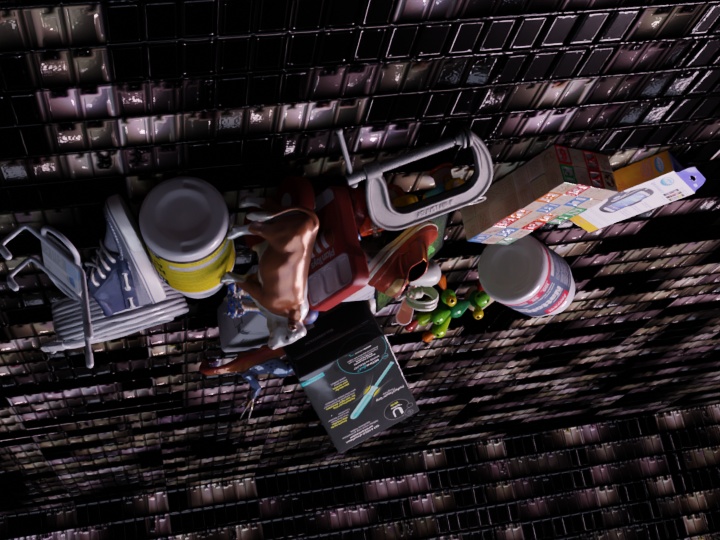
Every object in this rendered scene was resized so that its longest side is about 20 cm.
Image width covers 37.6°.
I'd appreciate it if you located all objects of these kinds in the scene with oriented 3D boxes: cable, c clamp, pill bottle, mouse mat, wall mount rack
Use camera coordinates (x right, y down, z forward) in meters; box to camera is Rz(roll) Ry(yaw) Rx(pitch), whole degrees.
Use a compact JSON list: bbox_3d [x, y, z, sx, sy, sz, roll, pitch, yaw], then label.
[{"bbox_3d":[-0.358,0.060,1.577,0.199,0.070,0.200,-17,177,21],"label":"cable"},{"bbox_3d":[0.075,-0.126,1.328,0.199,0.027,0.171,-16,130,-11],"label":"c clamp"},{"bbox_3d":[0.288,0.014,1.777,0.119,0.120,0.200,-20,159,25],"label":"pill bottle"},{"bbox_3d":[0.078,-0.018,1.605,0.161,0.008,0.200,-45,167,-14],"label":"mouse mat"},{"bbox_3d":[-0.394,0.030,1.394,0.075,0.174,0.200,-47,175,-25],"label":"wall mount rack"},{"bbox_3d":[-0.220,-0.033,1.379,0.111,0.112,0.200,-9,160,-5],"label":"pill bottle"}]

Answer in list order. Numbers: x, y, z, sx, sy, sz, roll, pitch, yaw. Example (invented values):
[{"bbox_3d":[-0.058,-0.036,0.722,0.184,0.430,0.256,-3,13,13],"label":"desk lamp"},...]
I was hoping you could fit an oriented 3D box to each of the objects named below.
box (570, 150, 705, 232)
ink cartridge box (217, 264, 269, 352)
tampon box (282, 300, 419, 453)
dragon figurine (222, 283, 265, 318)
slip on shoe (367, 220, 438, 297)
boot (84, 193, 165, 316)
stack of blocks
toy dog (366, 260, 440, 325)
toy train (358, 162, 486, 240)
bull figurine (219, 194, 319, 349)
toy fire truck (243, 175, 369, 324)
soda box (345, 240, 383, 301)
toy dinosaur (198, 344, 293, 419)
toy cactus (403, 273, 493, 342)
[{"bbox_3d":[0.410,-0.120,1.591,0.199,0.042,0.119,-23,157,25],"label":"box"},{"bbox_3d":[-0.135,0.063,1.732,0.146,0.086,0.200,-2,157,-26],"label":"ink cartridge box"},{"bbox_3d":[-0.020,0.155,1.656,0.149,0.126,0.200,-27,133,-3],"label":"tampon box"},{"bbox_3d":[-0.145,0.043,1.529,0.099,0.059,0.200,11,180,0],"label":"dragon figurine"},{"bbox_3d":[0.064,-0.015,1.431,0.074,0.061,0.200,-52,175,29],"label":"slip on shoe"},{"bbox_3d":[-0.320,-0.011,1.372,0.090,0.073,0.200,-21,141,-8],"label":"boot"},{"bbox_3d":[0.253,-0.103,1.521,0.115,0.059,0.200,5,155,-38],"label":"stack of blocks"},{"bbox_3d":[0.037,0.052,1.761,0.199,0.132,0.097,-3,132,2],"label":"toy dog"},{"bbox_3d":[0.071,-0.097,1.459,0.199,0.056,0.150,-18,175,6],"label":"toy train"},{"bbox_3d":[-0.111,0.001,1.339,0.121,0.201,0.065,16,-155,4],"label":"bull figurine"},{"bbox_3d":[-0.067,-0.023,1.405,0.112,0.169,0.200,4,155,-36],"label":"toy fire truck"},{"bbox_3d":[0.000,0.000,1.559,0.068,0.064,0.200,-51,165,12],"label":"soda box"},{"bbox_3d":[-0.171,0.139,1.746,0.180,0.105,0.201,5,124,-16],"label":"toy dinosaur"},{"bbox_3d":[0.179,0.055,1.911,0.165,0.103,0.200,-20,167,-38],"label":"toy cactus"}]
